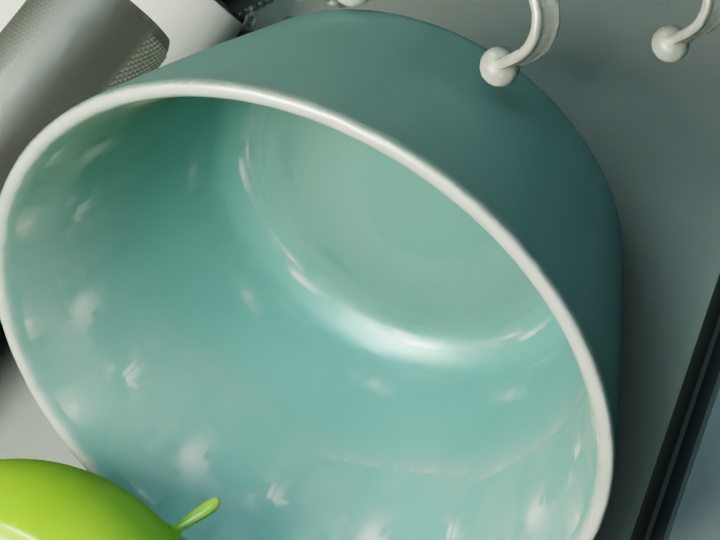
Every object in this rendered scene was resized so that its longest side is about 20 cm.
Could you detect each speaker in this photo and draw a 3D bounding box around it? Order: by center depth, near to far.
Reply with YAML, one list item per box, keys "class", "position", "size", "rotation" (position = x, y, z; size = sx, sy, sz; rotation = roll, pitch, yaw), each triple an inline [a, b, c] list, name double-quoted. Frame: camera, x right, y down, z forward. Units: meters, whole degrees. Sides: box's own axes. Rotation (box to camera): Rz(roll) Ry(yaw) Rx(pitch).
- class: "speaker"
  position: [-0.131, -0.031, 0.845]
  size: [0.081, 0.081, 0.200]
  rotation: [41, 92, 15]

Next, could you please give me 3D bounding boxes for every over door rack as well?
- class: "over door rack"
  position: [0.045, -0.132, 0.778]
  size: [0.200, 0.148, 0.067]
  rotation: [53, 136, 29]

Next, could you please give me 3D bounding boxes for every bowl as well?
- class: "bowl"
  position: [0.000, 0.000, 0.769]
  size: [0.201, 0.201, 0.105]
  rotation: [20, 45, 15]

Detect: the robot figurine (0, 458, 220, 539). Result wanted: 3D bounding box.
- class: "robot figurine"
  position: [-0.119, 0.140, 0.741]
  size: [0.175, 0.116, 0.200]
  rotation: [4, 49, 41]
